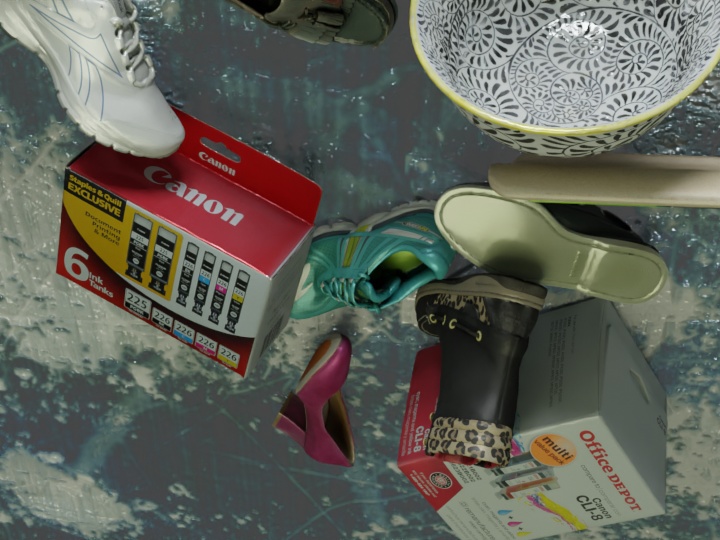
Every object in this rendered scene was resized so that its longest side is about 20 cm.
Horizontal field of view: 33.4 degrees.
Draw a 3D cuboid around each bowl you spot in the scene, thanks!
[{"bbox_3d":[0.136,-0.144,0.794,0.200,0.201,0.094,5,150,10],"label":"bowl"}]

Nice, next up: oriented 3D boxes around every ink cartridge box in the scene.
[{"bbox_3d":[0.161,0.142,1.090,0.200,0.145,0.145,-20,125,29],"label":"ink cartridge box"},{"bbox_3d":[-0.148,-0.033,1.014,0.200,0.084,0.176,27,135,9],"label":"ink cartridge box"}]

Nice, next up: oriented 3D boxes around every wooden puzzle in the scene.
[{"bbox_3d":[0.192,-0.061,0.859,0.184,0.200,0.037,3,99,12],"label":"wooden puzzle"}]

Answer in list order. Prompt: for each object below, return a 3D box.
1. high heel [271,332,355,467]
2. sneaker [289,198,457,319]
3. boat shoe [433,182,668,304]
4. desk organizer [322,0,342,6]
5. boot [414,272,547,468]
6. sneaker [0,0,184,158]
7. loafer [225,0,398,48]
[{"bbox_3d":[-0.020,0.133,1.177,0.096,0.067,0.200,30,139,-1],"label":"high heel"},{"bbox_3d":[0.000,0.000,1.041,0.200,0.080,0.078,-24,123,34],"label":"sneaker"},{"bbox_3d":[0.153,-0.033,0.980,0.199,0.066,0.075,14,121,-7],"label":"boat shoe"},{"bbox_3d":[-0.020,-0.255,0.756,0.077,0.072,0.200,19,159,-7],"label":"desk organizer"},{"bbox_3d":[0.086,0.086,1.009,0.073,0.151,0.200,15,169,-19],"label":"boot"},{"bbox_3d":[-0.202,-0.172,0.921,0.087,0.075,0.200,-32,109,27],"label":"sneaker"},{"bbox_3d":[-0.070,-0.206,0.872,0.199,0.063,0.072,24,135,-9],"label":"loafer"}]
